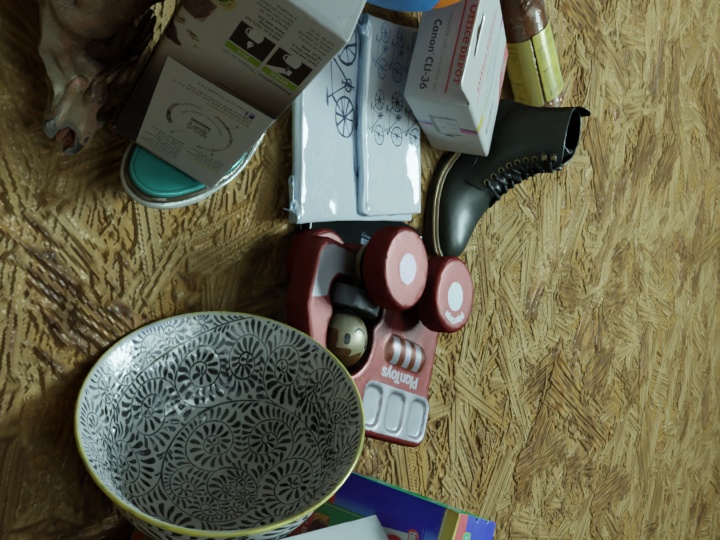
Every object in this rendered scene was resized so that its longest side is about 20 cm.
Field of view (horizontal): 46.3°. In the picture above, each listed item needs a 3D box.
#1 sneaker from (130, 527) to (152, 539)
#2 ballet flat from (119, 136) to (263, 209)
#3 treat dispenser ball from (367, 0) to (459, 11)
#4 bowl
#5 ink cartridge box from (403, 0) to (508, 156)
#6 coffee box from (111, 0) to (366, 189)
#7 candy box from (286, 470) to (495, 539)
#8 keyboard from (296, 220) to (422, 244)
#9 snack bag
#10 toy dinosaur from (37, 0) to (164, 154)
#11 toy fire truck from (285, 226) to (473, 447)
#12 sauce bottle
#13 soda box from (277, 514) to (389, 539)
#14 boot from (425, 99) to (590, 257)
[{"bbox_3d":[-0.097,0.204,0.697,0.199,0.077,0.114,-35,129,-34],"label":"sneaker"},{"bbox_3d":[-0.104,-0.107,0.620,0.201,0.068,0.070,-54,136,-31],"label":"ballet flat"},{"bbox_3d":[0.043,-0.311,0.663,0.199,0.198,0.206,-15,109,-51],"label":"treat dispenser ball"},{"bbox_3d":[-0.100,0.130,0.600,0.200,0.199,0.096,-35,147,-44],"label":"bowl"},{"bbox_3d":[0.095,-0.198,0.817,0.200,0.066,0.119,35,67,-73],"label":"ink cartridge box"},{"bbox_3d":[-0.067,-0.146,0.498,0.079,0.199,0.115,30,60,-18],"label":"coffee box"},{"bbox_3d":[0.000,0.267,0.724,0.077,0.197,0.173,27,75,-52],"label":"candy box"},{"bbox_3d":[0.000,0.000,0.821,0.199,0.020,0.130,22,74,-52],"label":"keyboard"},{"bbox_3d":[0.000,-0.141,0.777,0.198,0.021,0.193,-6,98,-54],"label":"snack bag"},{"bbox_3d":[-0.138,-0.174,0.492,0.198,0.087,0.135,-35,157,9],"label":"toy dinosaur"},{"bbox_3d":[0.008,0.059,0.723,0.199,0.110,0.172,25,71,-50],"label":"toy fire truck"},{"bbox_3d":[0.193,-0.280,0.986,0.066,0.065,0.202,-52,136,-33],"label":"sauce bottle"},{"bbox_3d":[-0.036,0.224,0.582,0.063,0.069,0.199,-37,158,15],"label":"soda box"},{"bbox_3d":[0.158,-0.100,0.915,0.077,0.136,0.204,32,72,-51],"label":"boot"}]
